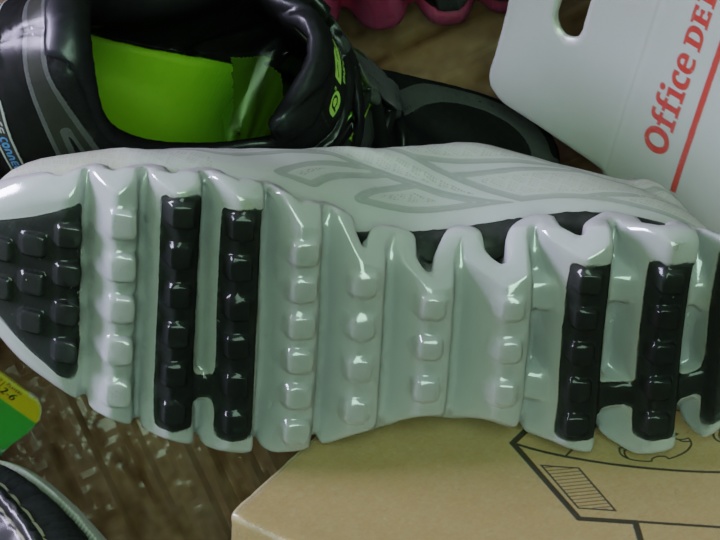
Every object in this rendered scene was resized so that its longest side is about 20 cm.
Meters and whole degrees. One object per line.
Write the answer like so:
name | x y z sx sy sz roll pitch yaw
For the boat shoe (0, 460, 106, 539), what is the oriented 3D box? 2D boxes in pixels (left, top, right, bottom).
boat shoe | -0.084 0.126 0.705 0.074 0.060 0.200 -25 59 13

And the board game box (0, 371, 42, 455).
board game box | -0.188 0.063 0.781 0.200 0.030 0.096 -34 129 21

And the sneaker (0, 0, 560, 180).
sneaker | -0.020 -0.035 0.783 0.199 0.083 0.071 12 65 -37

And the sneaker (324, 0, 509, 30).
sneaker | -0.012 -0.115 0.827 0.200 0.079 0.096 -11 78 -2

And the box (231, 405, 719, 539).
box | 0.095 0.064 0.724 0.200 0.163 0.021 23 130 26

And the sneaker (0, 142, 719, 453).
sneaker | 0.000 0.000 0.735 0.200 0.081 0.075 6 117 -9

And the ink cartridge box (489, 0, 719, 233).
ink cartridge box | 0.140 -0.053 0.770 0.200 0.117 0.067 32 47 17
